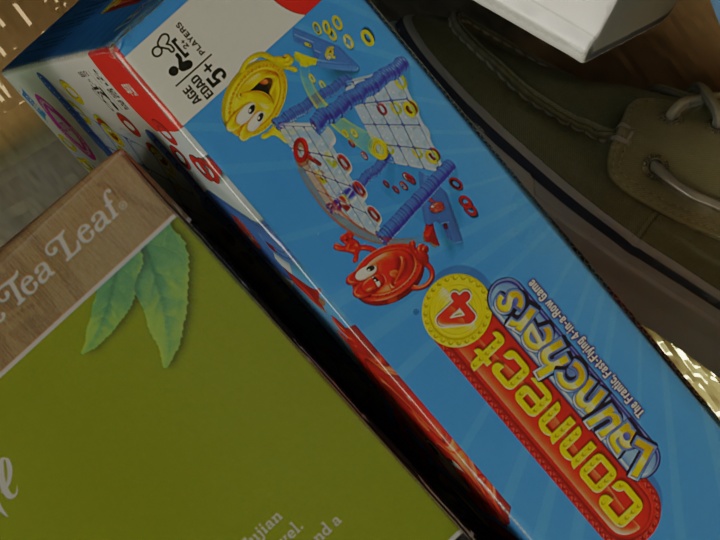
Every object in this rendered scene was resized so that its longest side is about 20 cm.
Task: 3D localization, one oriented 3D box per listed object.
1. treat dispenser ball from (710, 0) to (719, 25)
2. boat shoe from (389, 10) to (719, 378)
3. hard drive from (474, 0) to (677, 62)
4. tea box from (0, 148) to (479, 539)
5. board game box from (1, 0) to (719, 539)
[{"bbox_3d":[0.163,-0.089,0.568,0.200,0.201,0.202,17,132,20],"label":"treat dispenser ball"},{"bbox_3d":[0.091,-0.017,0.777,0.199,0.072,0.062,35,106,5],"label":"boat shoe"},{"bbox_3d":[-0.014,-0.116,0.714,0.199,0.132,0.027,30,105,8],"label":"hard drive"},{"bbox_3d":[-0.049,0.090,0.770,0.197,0.134,0.200,48,173,0],"label":"tea box"},{"bbox_3d":[0.000,0.000,0.771,0.196,0.056,0.200,50,171,-10],"label":"board game box"}]
